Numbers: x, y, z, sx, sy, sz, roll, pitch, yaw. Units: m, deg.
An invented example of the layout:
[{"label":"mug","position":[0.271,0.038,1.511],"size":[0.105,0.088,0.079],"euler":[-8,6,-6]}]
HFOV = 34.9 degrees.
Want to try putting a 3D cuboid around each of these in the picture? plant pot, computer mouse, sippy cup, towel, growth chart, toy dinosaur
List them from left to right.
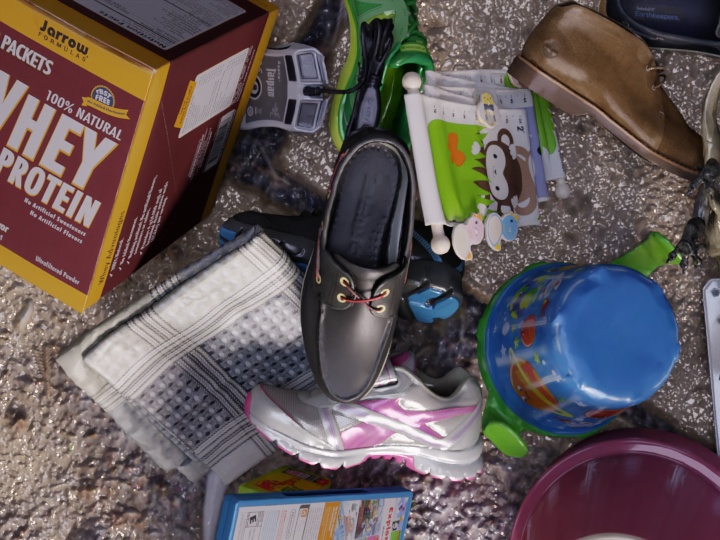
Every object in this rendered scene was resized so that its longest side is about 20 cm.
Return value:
[{"label":"towel","position":[-0.106,0.079,0.900],"size":[0.198,0.035,0.193],"euler":[-32,130,9]},{"label":"computer mouse","position":[-0.047,-0.146,0.906],"size":[0.198,0.043,0.112],"euler":[15,109,44]},{"label":"growth chart","position":[0.097,-0.090,0.856],"size":[0.018,0.199,0.147],"euler":[-13,94,41]},{"label":"sippy cup","position":[0.166,0.053,0.842],"size":[0.137,0.130,0.181],"euler":[9,79,-9]},{"label":"plant pot","position":[0.193,0.228,0.821],"size":[0.197,0.179,0.204],"euler":[1,94,19]},{"label":"toy dinosaur","position":[0.255,-0.051,0.822],"size":[0.047,0.088,0.203],"euler":[5,115,35]}]

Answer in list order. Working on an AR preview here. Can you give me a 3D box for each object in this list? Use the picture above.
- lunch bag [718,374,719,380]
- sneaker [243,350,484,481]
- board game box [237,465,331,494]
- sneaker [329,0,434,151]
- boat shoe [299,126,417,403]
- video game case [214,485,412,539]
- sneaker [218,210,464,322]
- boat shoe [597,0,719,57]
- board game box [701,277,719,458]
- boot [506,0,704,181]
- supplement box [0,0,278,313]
[{"label":"lunch bag","position":[0.354,0.052,0.790],"size":[0.198,0.136,0.134],"euler":[24,93,-6]},{"label":"sneaker","position":[0.008,0.102,0.894],"size":[0.197,0.081,0.090],"euler":[8,102,-15]},{"label":"board game box","position":[-0.079,0.268,0.919],"size":[0.047,0.101,0.204],"euler":[13,93,16]},{"label":"sneaker","position":[0.028,-0.184,0.900],"size":[0.083,0.073,0.204],"euler":[14,103,45]},{"label":"boat shoe","position":[-0.003,0.000,0.819],"size":[0.072,0.063,0.205],"euler":[8,99,-4]},{"label":"video game case","position":[-0.041,0.239,0.876],"size":[0.018,0.198,0.146],"euler":[14,93,42]},{"label":"sneaker","position":[-0.013,-0.017,0.911],"size":[0.197,0.074,0.083],"euler":[13,55,-5]},{"label":"boat shoe","position":[0.282,-0.201,0.873],"size":[0.196,0.062,0.076],"euler":[2,89,8]},{"label":"board game box","position":[0.371,0.099,0.880],"size":[0.196,0.026,0.204],"euler":[-5,90,10]},{"label":"boot","position":[0.213,-0.129,0.861],"size":[0.198,0.074,0.076],"euler":[30,104,-9]},{"label":"supplement box","position":[-0.184,-0.116,0.852],"size":[0.131,0.200,0.199],"euler":[28,120,8]}]
